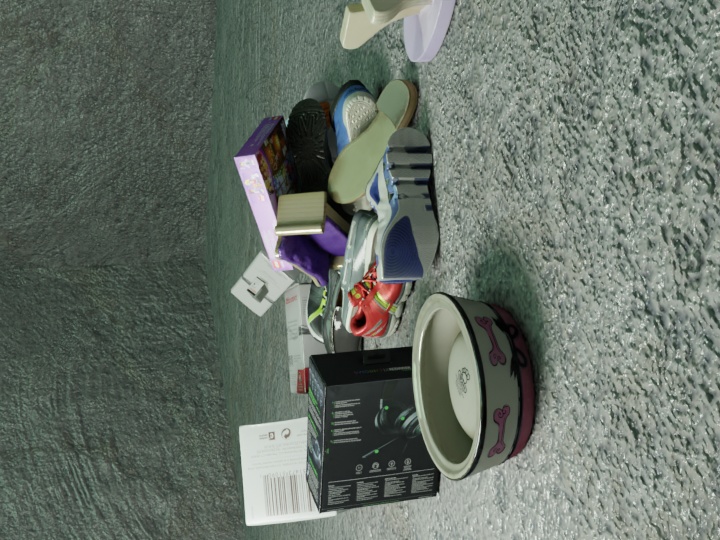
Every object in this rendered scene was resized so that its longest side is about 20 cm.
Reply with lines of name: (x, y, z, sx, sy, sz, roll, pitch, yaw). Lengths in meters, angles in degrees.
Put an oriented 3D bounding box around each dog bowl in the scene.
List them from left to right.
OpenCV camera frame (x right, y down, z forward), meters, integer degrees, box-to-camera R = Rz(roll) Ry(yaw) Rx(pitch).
dog bowl: (0.123, 0.124, 0.921, 0.200, 0.072, 0.205, 178, 90, -74)

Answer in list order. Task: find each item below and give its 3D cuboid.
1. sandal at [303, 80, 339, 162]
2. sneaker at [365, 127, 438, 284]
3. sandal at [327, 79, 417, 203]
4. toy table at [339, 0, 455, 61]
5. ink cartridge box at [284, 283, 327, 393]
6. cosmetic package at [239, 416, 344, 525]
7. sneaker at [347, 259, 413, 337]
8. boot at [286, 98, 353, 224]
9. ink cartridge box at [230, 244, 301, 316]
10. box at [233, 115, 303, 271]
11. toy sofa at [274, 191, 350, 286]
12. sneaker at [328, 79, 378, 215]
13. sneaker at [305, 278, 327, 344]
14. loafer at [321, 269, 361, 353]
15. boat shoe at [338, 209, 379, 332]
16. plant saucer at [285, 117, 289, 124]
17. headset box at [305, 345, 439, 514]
sandal: (-0.070, -0.234, 1.510, 0.059, 0.077, 0.212, 180, 85, -71)
sneaker: (0.054, -0.081, 1.136, 0.115, 0.079, 0.204, 155, 117, -76)
sandal: (0.034, -0.179, 1.206, 0.078, 0.069, 0.213, 52, 127, 26)
toy table: (0.045, -0.355, 1.028, 0.185, 0.114, 0.203, -115, 28, -51)
ink cartridge box: (-0.090, 0.131, 1.611, 0.147, 0.081, 0.205, 157, 110, -73)
cosmetic package: (-0.103, 0.348, 1.469, 0.200, 0.161, 0.169, 49, -147, -75)
sneaker: (0.024, 0.028, 1.224, 0.078, 0.083, 0.203, -113, 25, -46)
boot: (-0.057, -0.166, 1.388, 0.200, 0.071, 0.186, 31, -127, -71)
ink cartridge box: (-0.151, -0.019, 1.579, 0.148, 0.083, 0.200, -54, 6, -32)
box: (-0.129, -0.121, 1.316, 0.138, 0.038, 0.203, -67, -34, -53)
toy sofa: (-0.058, -0.044, 1.316, 0.200, 0.081, 0.100, 40, -129, -64)
sneaker: (-0.007, -0.197, 1.313, 0.112, 0.075, 0.204, -106, 12, -57)
sneaker: (-0.060, 0.030, 1.498, 0.083, 0.070, 0.204, 114, 157, -63)
loafer: (-0.026, 0.074, 1.437, 0.072, 0.071, 0.205, -176, 82, -69)
boat shoe: (0.000, 0.000, 1.297, 0.061, 0.072, 0.204, 32, 123, 32)
plant saucer: (-0.125, -0.170, 1.493, 0.200, 0.038, 0.206, -170, 90, -70)
headset box: (0.018, 0.204, 1.120, 0.093, 0.170, 0.204, -131, 40, -63)
